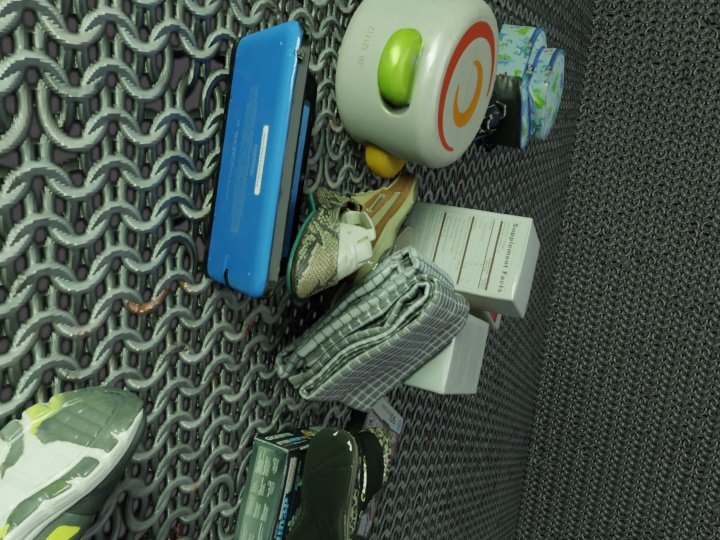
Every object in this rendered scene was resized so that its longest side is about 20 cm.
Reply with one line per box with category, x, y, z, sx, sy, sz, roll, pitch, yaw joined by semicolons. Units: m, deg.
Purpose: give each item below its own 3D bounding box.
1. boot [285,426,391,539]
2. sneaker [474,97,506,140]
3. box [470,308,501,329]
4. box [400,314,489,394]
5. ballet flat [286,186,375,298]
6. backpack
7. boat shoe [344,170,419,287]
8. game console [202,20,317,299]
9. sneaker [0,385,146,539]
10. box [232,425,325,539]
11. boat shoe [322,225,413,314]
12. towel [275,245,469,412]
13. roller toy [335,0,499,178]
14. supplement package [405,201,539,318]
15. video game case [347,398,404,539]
boot;-0.020;0.275;0.750;0.153;0.072;0.207;21;80;-69
sneaker;0.183;-0.248;1.104;0.200;0.077;0.071;-49;143;-51
box;0.168;0.013;1.120;0.200;0.126;0.111;46;58;-64
box;0.078;0.099;0.918;0.200;0.150;0.108;24;78;-67
ballet flat;-0.022;-0.034;0.640;0.201;0.074;0.069;-85;179;-67
backpack;0.307;-0.352;1.264;0.184;0.145;0.202;68;37;-55
boat shoe;0.014;-0.062;0.783;0.076;0.073;0.201;-59;-177;41
game console;-0.058;-0.085;0.568;0.117;0.170;0.203;5;96;-34
sneaker;-0.204;0.159;0.406;0.200;0.074;0.085;-51;151;-33
box;-0.083;0.286;0.757;0.159;0.045;0.203;17;84;-67
boat shoe;0.000;0.000;0.832;0.200;0.056;0.068;-45;138;-46
towel;0.022;0.075;0.741;0.199;0.086;0.165;-40;160;11
roller toy;0.061;-0.219;0.756;0.183;0.138;0.201;-55;151;-24
supplement package;0.142;-0.017;0.955;0.117;0.197;0.119;39;64;-65
video game case;0.007;0.292;0.997;0.181;0.025;0.202;57;48;-59
